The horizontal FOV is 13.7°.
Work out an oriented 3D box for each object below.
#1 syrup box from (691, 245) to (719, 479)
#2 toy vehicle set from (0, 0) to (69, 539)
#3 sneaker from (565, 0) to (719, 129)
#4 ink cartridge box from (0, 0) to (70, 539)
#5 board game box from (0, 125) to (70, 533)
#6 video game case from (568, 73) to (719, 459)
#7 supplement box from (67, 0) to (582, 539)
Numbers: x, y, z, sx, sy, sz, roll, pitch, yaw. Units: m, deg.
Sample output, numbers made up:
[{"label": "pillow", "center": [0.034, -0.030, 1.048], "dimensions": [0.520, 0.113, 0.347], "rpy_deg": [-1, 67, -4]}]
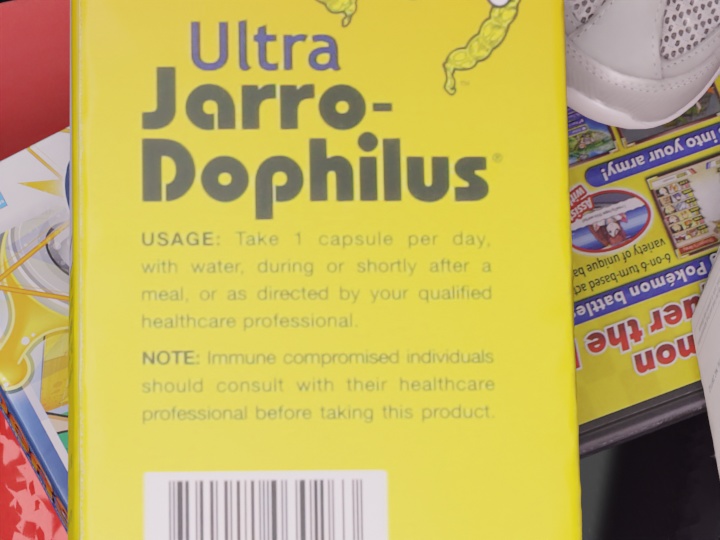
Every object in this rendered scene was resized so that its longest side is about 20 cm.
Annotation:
[{"label": "syrup box", "center": [0.134, 0.072, 0.671], "dimensions": [0.079, 0.081, 0.200], "rpy_deg": [0, 55, -10]}, {"label": "toy vehicle set", "center": [-0.062, -0.022, 0.852], "dimensions": [0.200, 0.027, 0.124], "rpy_deg": [-40, 71, 1]}, {"label": "sneaker", "center": [0.086, -0.134, 0.733], "dimensions": [0.075, 0.082, 0.200], "rpy_deg": [17, 87, -5]}, {"label": "ink cartridge box", "center": [-0.115, 0.015, 0.812], "dimensions": [0.176, 0.045, 0.200], "rpy_deg": [-12, 73, 7]}, {"label": "board game box", "center": [0.000, 0.000, 0.786], "dimensions": [0.200, 0.034, 0.136], "rpy_deg": [-29, 84, -12]}, {"label": "video game case", "center": [0.057, -0.048, 0.773], "dimensions": [0.200, 0.026, 0.181], "rpy_deg": [-19, 82, -13]}, {"label": "supplement box", "center": [-0.012, 0.004, 0.681], "dimensions": [0.109, 0.109, 0.200], "rpy_deg": [0, 80, -6]}]
